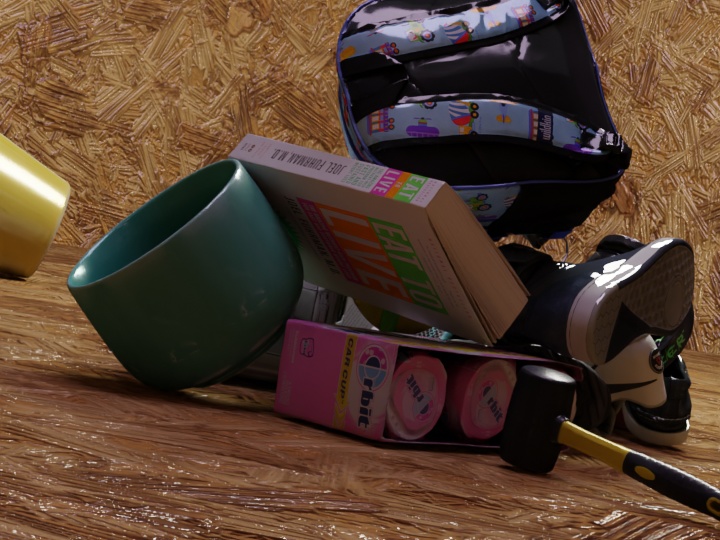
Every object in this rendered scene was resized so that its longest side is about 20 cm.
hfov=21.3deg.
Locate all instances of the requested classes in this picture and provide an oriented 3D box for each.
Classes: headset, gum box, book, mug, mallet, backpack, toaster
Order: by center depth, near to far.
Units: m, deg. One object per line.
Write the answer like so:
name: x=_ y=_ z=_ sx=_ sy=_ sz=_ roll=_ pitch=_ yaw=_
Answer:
mallet: x=0.163 y=0.106 z=1.184 sx=0.041 sy=0.067 sz=0.199 roll=7 pitch=3 yaw=-40
gum box: x=0.052 y=0.083 z=1.337 sx=0.199 sy=0.067 sz=0.113 roll=9 pitch=1 yaw=-43
book: x=0.009 y=-0.028 z=1.347 sx=0.199 sy=0.048 sz=0.134 roll=16 pitch=-31 yaw=45
mug: x=-0.116 y=0.007 z=1.369 sx=0.151 sy=0.115 sz=0.185 roll=-33 pitch=16 yaw=8
backpack: x=0.072 y=-0.110 z=1.383 sx=0.198 sy=0.184 sz=0.135 roll=-6 pitch=-25 yaw=-20
toaster: x=-0.079 y=0.034 z=1.557 sx=0.128 sy=0.115 sz=0.200 roll=13 pitch=-1 yaw=3
headset: x=0.193 y=0.012 z=1.615 sx=0.200 sy=0.123 sz=0.094 roll=49 pitch=-6 yaw=47

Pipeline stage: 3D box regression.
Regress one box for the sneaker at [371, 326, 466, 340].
sneaker: x=0.098 y=0.055 z=1.629 sx=0.199 sy=0.078 sz=0.091 roll=-31 pitch=26 yaw=-34

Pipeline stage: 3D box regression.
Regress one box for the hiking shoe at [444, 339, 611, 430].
hiking shoe: x=0.099 y=0.082 z=1.487 sx=0.198 sy=0.077 sz=0.101 roll=9 pitch=5 yaw=13

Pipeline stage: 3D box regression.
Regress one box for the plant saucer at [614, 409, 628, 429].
plant saucer: x=0.195 y=0.112 z=1.754 sx=0.198 sy=0.037 sz=0.200 roll=9 pitch=2 yaw=5

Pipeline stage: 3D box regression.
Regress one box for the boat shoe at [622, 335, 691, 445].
boat shoe: x=0.240 y=0.071 z=1.642 sx=0.074 sy=0.067 sz=0.200 roll=5 pitch=26 yaw=-4

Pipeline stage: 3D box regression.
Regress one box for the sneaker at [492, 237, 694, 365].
sneaker: x=0.156 y=0.012 z=1.433 sx=0.145 sy=0.078 sz=0.202 roll=9 pitch=14 yaw=34

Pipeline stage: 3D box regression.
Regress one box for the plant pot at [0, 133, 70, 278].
plant pot: x=-0.466 y=-0.085 z=2.345 sx=0.188 sy=0.202 sz=0.201 roll=26 pitch=-4 yaw=-18

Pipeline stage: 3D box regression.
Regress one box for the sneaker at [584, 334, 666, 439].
sneaker: x=0.159 y=0.101 z=1.540 sx=0.199 sy=0.089 sz=0.074 roll=-21 pitch=1 yaw=45

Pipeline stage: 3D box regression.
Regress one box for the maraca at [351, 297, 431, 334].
maraca: x=0.040 y=-0.008 z=1.513 sx=0.106 sy=0.138 sz=0.200 roll=20 pitch=-13 yaw=4

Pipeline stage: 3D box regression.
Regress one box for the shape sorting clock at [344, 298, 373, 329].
shape sorting clock: x=0.000 y=0.000 z=1.690 sx=0.198 sy=0.202 sz=0.039 roll=9 pitch=-12 yaw=-6
